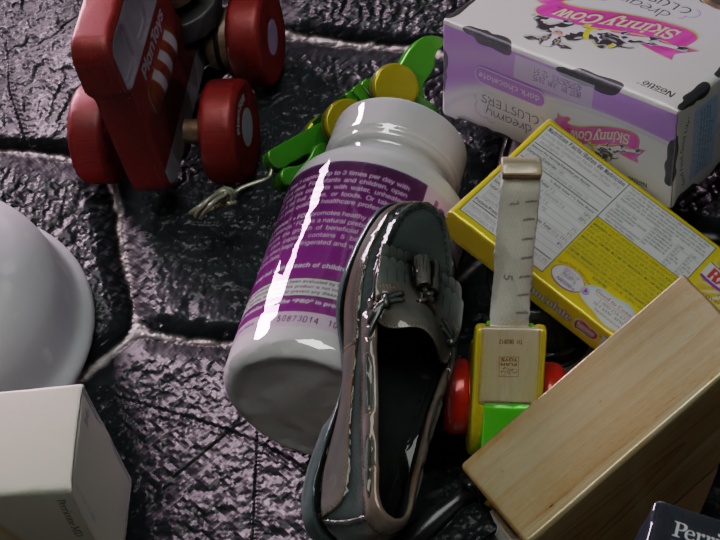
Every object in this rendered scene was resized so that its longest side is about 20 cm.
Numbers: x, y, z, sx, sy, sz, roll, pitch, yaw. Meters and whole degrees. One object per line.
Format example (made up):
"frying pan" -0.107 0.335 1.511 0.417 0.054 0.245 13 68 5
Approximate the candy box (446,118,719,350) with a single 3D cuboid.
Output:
"candy box" 0.152 0.005 1.289 0.200 0.026 0.102 39 51 13

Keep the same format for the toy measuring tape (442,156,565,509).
"toy measuring tape" 0.080 0.032 1.257 0.074 0.200 0.074 2 13 0

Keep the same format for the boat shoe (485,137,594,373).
"boat shoe" 0.112 -0.033 1.363 0.074 0.063 0.201 -5 49 12

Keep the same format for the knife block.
"knife block" 0.098 0.109 1.181 0.176 0.200 0.064 -9 42 -34

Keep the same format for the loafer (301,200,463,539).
"loafer" 0.024 0.053 1.207 0.063 0.072 0.200 -23 50 56

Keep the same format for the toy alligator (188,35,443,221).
"toy alligator" -0.014 -0.073 1.434 0.200 0.059 0.054 -38 93 -17

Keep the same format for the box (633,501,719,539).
"box" 0.194 0.241 1.044 0.200 0.124 0.197 17 53 4

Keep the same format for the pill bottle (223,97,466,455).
"pill bottle" 0.000 0.000 1.329 0.112 0.112 0.200 5 53 18

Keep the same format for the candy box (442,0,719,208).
"candy box" 0.173 -0.139 1.395 0.168 0.072 0.200 25 45 30

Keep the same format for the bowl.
"bowl" -0.268 0.019 1.386 0.201 0.090 0.201 -7 51 9

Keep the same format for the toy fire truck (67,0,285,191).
"toy fire truck" -0.126 -0.154 1.450 0.112 0.168 0.200 1 52 14

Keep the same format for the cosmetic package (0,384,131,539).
"cosmetic package" -0.239 0.128 1.289 0.200 0.104 0.073 -6 51 11
